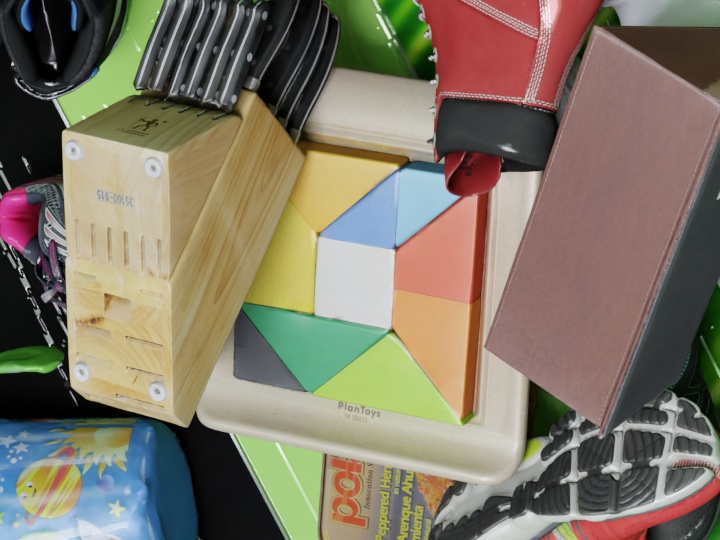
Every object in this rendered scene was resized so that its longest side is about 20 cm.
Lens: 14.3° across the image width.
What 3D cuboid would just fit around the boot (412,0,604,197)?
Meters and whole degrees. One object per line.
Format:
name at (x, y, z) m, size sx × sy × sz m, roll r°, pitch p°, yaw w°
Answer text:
boot at (0.042, -0.116, 1.414) m, size 0.200 × 0.072 × 0.145 m, roll 27°, pitch 103°, yaw 58°

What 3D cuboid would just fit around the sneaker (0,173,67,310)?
sneaker at (-0.130, 0.004, 1.516) m, size 0.200 × 0.075 × 0.081 m, roll -143°, pitch 54°, yaw -58°

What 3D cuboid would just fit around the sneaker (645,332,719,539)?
sneaker at (0.145, 0.061, 1.488) m, size 0.073 × 0.082 × 0.200 m, roll -2°, pitch 107°, yaw 20°

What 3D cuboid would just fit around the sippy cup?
sippy cup at (-0.164, 0.139, 1.613) m, size 0.130 × 0.140 × 0.178 m, roll -10°, pitch 142°, yaw 13°

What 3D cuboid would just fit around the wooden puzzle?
wooden puzzle at (0.000, 0.000, 1.467) m, size 0.185 × 0.037 × 0.200 m, roll 10°, pitch 105°, yaw 22°

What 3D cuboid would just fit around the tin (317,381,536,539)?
tin at (0.035, 0.096, 1.547) m, size 0.112 × 0.042 × 0.200 m, roll 5°, pitch 117°, yaw 0°

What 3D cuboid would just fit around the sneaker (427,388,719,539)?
sneaker at (0.124, 0.119, 1.472) m, size 0.085 × 0.077 × 0.200 m, roll 34°, pitch 145°, yaw -27°

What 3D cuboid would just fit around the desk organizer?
desk organizer at (0.131, -0.028, 1.357) m, size 0.077 × 0.072 × 0.200 m, roll 34°, pitch 130°, yaw 22°

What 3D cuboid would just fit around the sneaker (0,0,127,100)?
sneaker at (-0.148, -0.186, 1.497) m, size 0.073 × 0.112 × 0.200 m, roll 4°, pitch 112°, yaw 2°

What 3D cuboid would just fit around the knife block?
knife block at (-0.071, -0.045, 1.425) m, size 0.064 × 0.175 × 0.200 m, roll 14°, pitch 116°, yaw 29°

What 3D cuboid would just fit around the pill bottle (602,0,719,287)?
pill bottle at (0.188, -0.085, 1.405) m, size 0.111 × 0.111 × 0.200 m, roll -26°, pitch 97°, yaw 26°

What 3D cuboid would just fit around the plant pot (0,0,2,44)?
plant pot at (-0.260, -0.144, 1.510) m, size 0.187 × 0.200 × 0.188 m, roll 7°, pitch 109°, yaw 20°

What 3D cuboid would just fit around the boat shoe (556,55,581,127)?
boat shoe at (0.040, -0.042, 1.500) m, size 0.071 × 0.069 × 0.200 m, roll 48°, pitch 117°, yaw 0°
